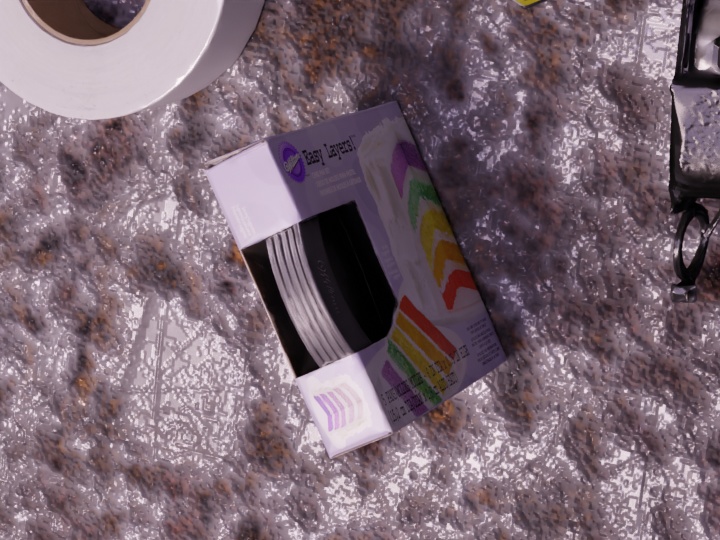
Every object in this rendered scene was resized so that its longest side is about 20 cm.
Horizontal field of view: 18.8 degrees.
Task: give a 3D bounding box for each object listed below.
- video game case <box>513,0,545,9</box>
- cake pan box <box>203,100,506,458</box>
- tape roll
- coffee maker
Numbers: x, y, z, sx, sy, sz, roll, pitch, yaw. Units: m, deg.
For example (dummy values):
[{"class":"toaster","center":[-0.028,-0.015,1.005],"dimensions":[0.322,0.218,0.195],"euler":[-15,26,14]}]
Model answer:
[{"class":"video game case","center":[0.139,-0.214,1.202],"dimensions":[0.200,0.181,0.026],"euler":[-21,71,24]},{"class":"cake pan box","center":[0.000,0.000,1.290],"dimensions":[0.052,0.200,0.185],"euler":[-25,88,27]},{"class":"tape roll","center":[-0.162,-0.200,1.385],"dimensions":[0.202,0.071,0.203],"euler":[5,103,21]},{"class":"coffee maker","center":[0.283,-0.077,1.213],"dimensions":[0.199,0.135,0.193],"euler":[9,127,21]}]
